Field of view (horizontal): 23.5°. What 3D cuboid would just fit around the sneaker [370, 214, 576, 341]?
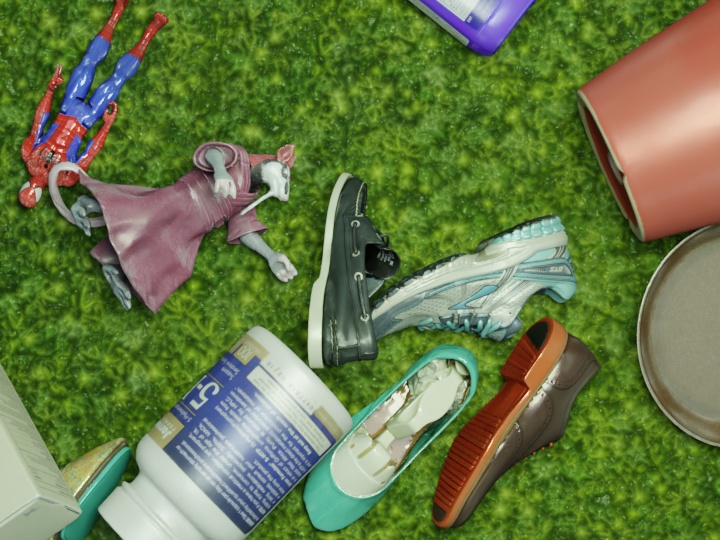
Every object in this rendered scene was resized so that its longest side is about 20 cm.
[{"bbox_3d":[0.097,0.026,1.476,0.199,0.078,0.087,-24,90,-7],"label":"sneaker"}]

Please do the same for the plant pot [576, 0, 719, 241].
[{"bbox_3d":[0.289,-0.123,1.462,0.176,0.200,0.202,-25,87,3],"label":"plant pot"}]

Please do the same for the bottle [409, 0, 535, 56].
[{"bbox_3d":[0.059,-0.276,1.509,0.199,0.065,0.084,38,81,-1],"label":"bottle"}]

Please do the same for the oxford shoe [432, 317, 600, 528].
[{"bbox_3d":[0.134,0.142,1.472,0.072,0.071,0.201,34,90,-19],"label":"oxford shoe"}]

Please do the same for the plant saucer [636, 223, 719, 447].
[{"bbox_3d":[0.331,0.054,1.505,0.198,0.032,0.202,-1,93,-10],"label":"plant saucer"}]

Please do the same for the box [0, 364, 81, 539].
[{"bbox_3d":[-0.313,0.127,1.382,0.077,0.095,0.201,-34,68,2],"label":"box"}]

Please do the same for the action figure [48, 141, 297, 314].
[{"bbox_3d":[-0.139,-0.053,1.467,0.199,0.135,0.149,-32,45,-21],"label":"action figure"}]

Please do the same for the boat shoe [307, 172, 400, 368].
[{"bbox_3d":[0.000,-0.002,1.433,0.065,0.075,0.200,3,42,7],"label":"boat shoe"}]

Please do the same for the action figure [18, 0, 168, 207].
[{"bbox_3d":[-0.237,-0.142,1.476,0.065,0.052,0.201,29,84,-6],"label":"action figure"}]

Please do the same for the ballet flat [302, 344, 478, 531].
[{"bbox_3d":[0.025,0.137,1.459,0.067,0.070,0.200,44,82,0],"label":"ballet flat"}]

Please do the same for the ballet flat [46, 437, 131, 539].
[{"bbox_3d":[-0.261,0.219,1.428,0.070,0.071,0.201,26,82,-2],"label":"ballet flat"}]

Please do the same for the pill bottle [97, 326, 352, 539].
[{"bbox_3d":[-0.114,0.155,1.418,0.120,0.120,0.200,45,81,0],"label":"pill bottle"}]
